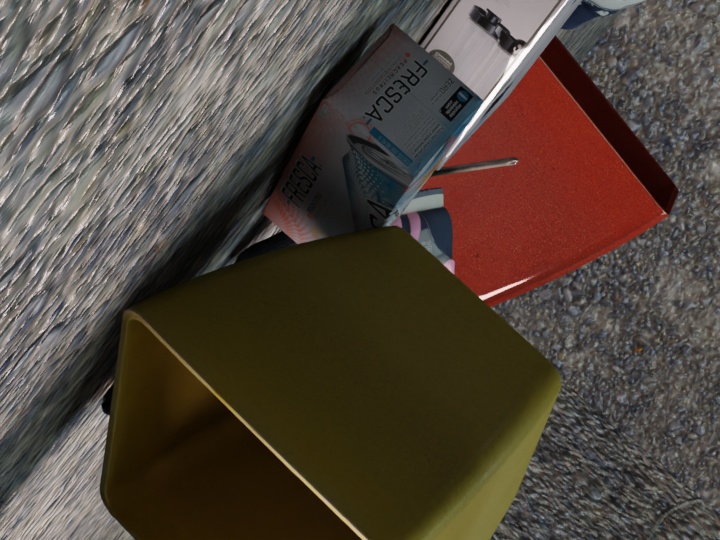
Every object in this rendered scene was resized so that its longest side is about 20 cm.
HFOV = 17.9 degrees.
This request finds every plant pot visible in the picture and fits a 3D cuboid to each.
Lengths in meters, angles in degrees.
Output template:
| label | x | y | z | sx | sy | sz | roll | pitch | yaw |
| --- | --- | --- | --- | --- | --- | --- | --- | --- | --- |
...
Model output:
| label | x | y | z | sx | sy | sz | roll | pitch | yaw |
| --- | --- | --- | --- | --- | --- | --- | --- | --- | --- |
| plant pot | -0.007 | 0.094 | 1.250 | 0.176 | 0.200 | 0.200 | -36 | 157 | -30 |
| plant pot | 0.118 | -0.077 | 1.797 | 0.176 | 0.200 | 0.200 | -40 | 179 | 13 |

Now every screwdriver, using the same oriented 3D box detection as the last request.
| label | x | y | z | sx | sy | sz | roll | pitch | yaw |
| --- | --- | --- | --- | --- | --- | --- | --- | --- | --- |
| screwdriver | 0.048 | -0.066 | 1.550 | 0.029 | 0.028 | 0.200 | -3 | 178 | -39 |

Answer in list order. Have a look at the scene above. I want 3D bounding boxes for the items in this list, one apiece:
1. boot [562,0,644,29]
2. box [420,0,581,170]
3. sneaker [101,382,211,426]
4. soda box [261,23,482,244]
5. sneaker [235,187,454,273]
| label | x | y | z | sx | sy | sz | roll | pitch | yaw |
| --- | --- | --- | --- | --- | --- | --- | --- | --- | --- |
| boot | 0.172 | -0.225 | 1.822 | 0.090 | 0.073 | 0.200 | -26 | 171 | 24 |
| box | 0.098 | -0.169 | 1.480 | 0.117 | 0.060 | 0.200 | -47 | 175 | -47 |
| sneaker | -0.103 | 0.048 | 1.404 | 0.200 | 0.074 | 0.088 | 0 | 96 | -74 |
| soda box | 0.003 | -0.062 | 1.291 | 0.064 | 0.068 | 0.200 | -49 | 178 | -20 |
| sneaker | 0.000 | 0.000 | 1.486 | 0.070 | 0.082 | 0.200 | -11 | -175 | 41 |
